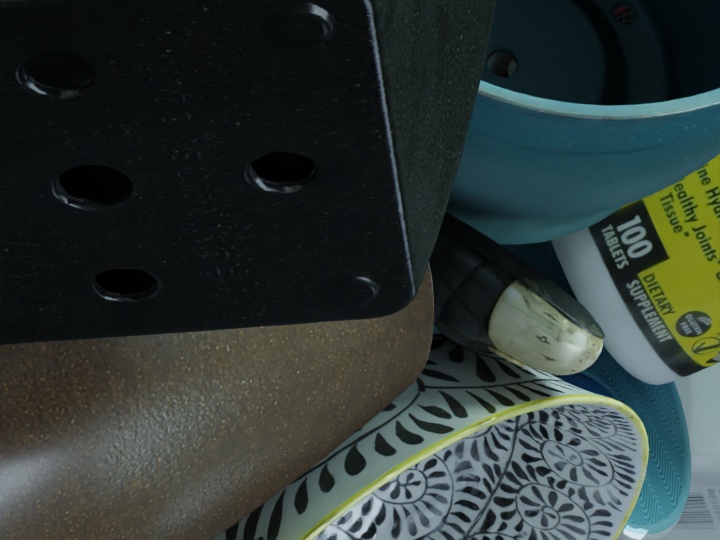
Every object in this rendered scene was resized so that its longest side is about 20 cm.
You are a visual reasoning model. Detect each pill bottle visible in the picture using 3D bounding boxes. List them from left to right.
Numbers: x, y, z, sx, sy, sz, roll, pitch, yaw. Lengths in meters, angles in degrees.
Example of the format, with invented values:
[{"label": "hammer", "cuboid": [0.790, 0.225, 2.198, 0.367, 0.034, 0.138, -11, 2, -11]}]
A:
[{"label": "pill bottle", "cuboid": [0.174, -0.044, 0.983, 0.200, 0.113, 0.112, -25, 158, 17]}]

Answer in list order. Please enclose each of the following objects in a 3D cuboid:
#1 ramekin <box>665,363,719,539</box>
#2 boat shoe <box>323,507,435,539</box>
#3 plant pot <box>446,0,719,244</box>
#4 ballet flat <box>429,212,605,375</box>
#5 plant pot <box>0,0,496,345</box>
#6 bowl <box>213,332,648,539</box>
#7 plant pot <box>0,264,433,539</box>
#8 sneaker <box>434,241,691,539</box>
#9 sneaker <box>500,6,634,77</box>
[{"label": "ramekin", "cuboid": [0.145, 0.068, 1.194, 0.200, 0.098, 0.201, 3, 159, 1]}, {"label": "boat shoe", "cuboid": [-0.041, 0.161, 1.010, 0.200, 0.057, 0.069, -33, 156, 8]}, {"label": "plant pot", "cuboid": [0.061, -0.103, 0.869, 0.200, 0.200, 0.188, -37, 166, -17]}, {"label": "ballet flat", "cuboid": [0.000, 0.000, 0.884, 0.066, 0.200, 0.057, 35, 81, -51]}, {"label": "plant pot", "cuboid": [-0.061, -0.091, 0.619, 0.199, 0.178, 0.200, -4, 149, 3]}, {"label": "bowl", "cuboid": [-0.007, 0.085, 0.906, 0.201, 0.094, 0.201, -30, 150, -20]}, {"label": "plant pot", "cuboid": [-0.086, 0.017, 0.774, 0.200, 0.187, 0.187, -17, 143, -25]}, {"label": "sneaker", "cuboid": [0.054, 0.058, 1.074, 0.079, 0.200, 0.131, 2, 138, -34]}, {"label": "sneaker", "cuboid": [0.103, -0.080, 1.074, 0.081, 0.075, 0.200, -35, 152, -21]}]
